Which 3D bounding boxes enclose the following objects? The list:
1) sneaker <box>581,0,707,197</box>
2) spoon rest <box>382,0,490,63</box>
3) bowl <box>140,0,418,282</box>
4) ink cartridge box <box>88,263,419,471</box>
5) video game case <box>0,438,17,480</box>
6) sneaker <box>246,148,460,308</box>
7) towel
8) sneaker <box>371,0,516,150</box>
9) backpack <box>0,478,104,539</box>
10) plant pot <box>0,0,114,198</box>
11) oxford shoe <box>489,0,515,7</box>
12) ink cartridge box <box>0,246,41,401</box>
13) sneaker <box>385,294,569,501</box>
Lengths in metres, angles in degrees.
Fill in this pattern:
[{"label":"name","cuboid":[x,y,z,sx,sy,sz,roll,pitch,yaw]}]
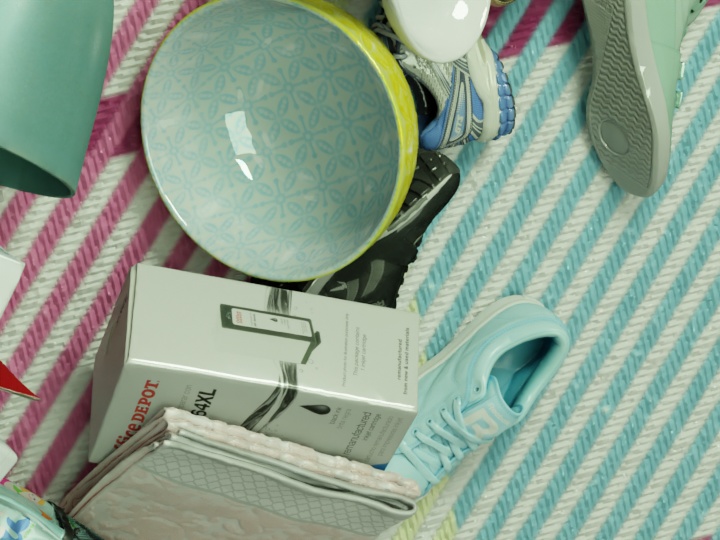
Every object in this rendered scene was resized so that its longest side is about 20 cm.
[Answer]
[{"label":"sneaker","cuboid":[0.224,-0.157,1.832,0.118,0.074,0.201,-29,124,-34]},{"label":"spoon rest","cuboid":[0.021,-0.193,1.634,0.200,0.061,0.099,9,90,-45]},{"label":"bowl","cuboid":[-0.037,-0.101,1.715,0.108,0.200,0.200,-31,117,-58]},{"label":"ink cartridge box","cuboid":[-0.075,0.080,1.708,0.200,0.146,0.084,10,56,-12]},{"label":"video game case","cuboid":[-0.320,0.150,1.627,0.182,0.200,0.023,-51,126,-4]},{"label":"sneaker","cuboid":[0.000,0.000,1.788,0.200,0.076,0.088,-41,126,2]},{"label":"towel","cuboid":[-0.086,0.165,1.736,0.200,0.191,0.032,18,58,-22]},{"label":"sneaker","cuboid":[0.043,-0.172,1.761,0.085,0.077,0.200,-23,107,-10]},{"label":"backpack","cuboid":[-0.249,0.232,1.665,0.200,0.151,0.178,40,87,-18]},{"label":"plant pot","cuboid":[-0.247,-0.157,1.597,0.200,0.201,0.161,23,82,-23]},{"label":"oxford shoe","cuboid":[0.152,-0.255,1.749,0.200,0.074,0.071,-49,123,-28]},{"label":"ink cartridge box","cuboid":[-0.287,0.001,1.606,0.175,0.200,0.084,23,92,-22]},{"label":"sneaker","cuboid":[0.073,0.101,1.823,0.074,0.082,0.200,41,86,-21]}]
